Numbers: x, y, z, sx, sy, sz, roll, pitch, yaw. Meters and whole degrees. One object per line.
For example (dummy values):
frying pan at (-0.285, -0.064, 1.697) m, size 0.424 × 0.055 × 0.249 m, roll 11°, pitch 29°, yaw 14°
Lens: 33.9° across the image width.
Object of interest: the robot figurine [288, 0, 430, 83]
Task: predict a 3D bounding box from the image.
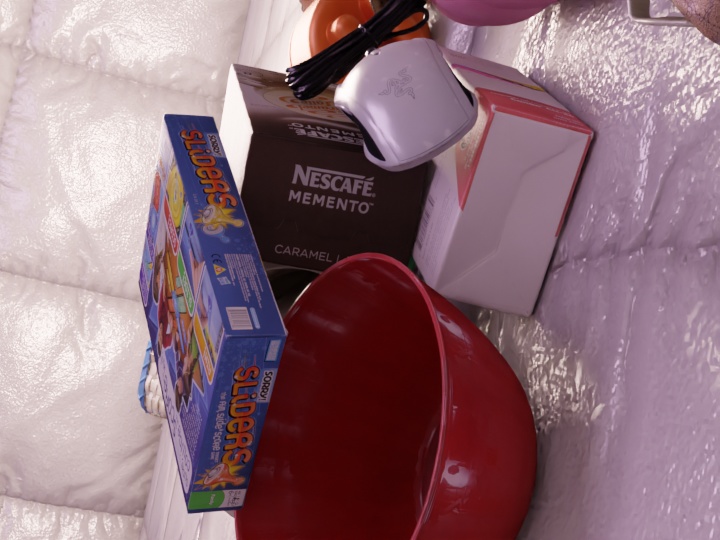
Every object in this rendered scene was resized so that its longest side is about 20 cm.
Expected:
robot figurine at (-0.006, -0.203, 1.085) m, size 0.200 × 0.115 × 0.146 m, roll -169°, pitch 87°, yaw -77°

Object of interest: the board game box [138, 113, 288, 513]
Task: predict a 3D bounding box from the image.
board game box at (-0.094, 0.020, 0.696) m, size 0.201 × 0.034 × 0.136 m, roll -113°, pitch 31°, yaw -45°

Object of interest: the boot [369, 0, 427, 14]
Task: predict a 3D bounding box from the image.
boot at (0.064, -0.289, 0.845) m, size 0.155 × 0.071 × 0.201 m, roll -54°, pitch -15°, yaw -47°

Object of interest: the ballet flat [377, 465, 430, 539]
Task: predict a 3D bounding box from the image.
ballet flat at (0.017, 0.214, 0.721) m, size 0.069 × 0.069 × 0.203 m, roll 148°, pitch 132°, yaw -72°

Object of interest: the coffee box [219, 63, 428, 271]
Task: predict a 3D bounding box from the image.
coffee box at (-0.033, -0.071, 0.791) m, size 0.200 × 0.113 × 0.081 m, roll -115°, pitch 36°, yaw -66°

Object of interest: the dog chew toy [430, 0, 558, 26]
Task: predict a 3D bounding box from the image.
dog chew toy at (0.084, -0.207, 0.717) m, size 0.200 × 0.123 × 0.126 m, roll 142°, pitch 139°, yaw -81°

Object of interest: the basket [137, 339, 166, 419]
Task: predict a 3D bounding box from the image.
basket at (-0.280, 0.152, 1.838) m, size 0.199 × 0.138 × 0.179 m, roll 26°, pitch 105°, yaw 45°

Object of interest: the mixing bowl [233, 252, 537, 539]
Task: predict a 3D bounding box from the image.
mixing bowl at (0.025, 0.102, 0.643) m, size 0.200 × 0.107 × 0.203 m, roll -34°, pitch 47°, yaw 47°

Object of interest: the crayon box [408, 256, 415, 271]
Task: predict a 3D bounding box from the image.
crayon box at (0.000, 0.000, 1.003) m, size 0.119 × 0.057 × 0.202 m, roll -104°, pitch 29°, yaw -63°

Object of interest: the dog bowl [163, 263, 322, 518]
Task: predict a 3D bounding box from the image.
dog bowl at (-0.033, 0.078, 0.815) m, size 0.074 × 0.198 × 0.203 m, roll -18°, pitch -55°, yaw -67°

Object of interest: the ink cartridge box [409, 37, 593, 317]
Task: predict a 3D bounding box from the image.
ink cartridge box at (0.070, -0.069, 0.749) m, size 0.200 × 0.067 × 0.118 m, roll -112°, pitch 36°, yaw -65°

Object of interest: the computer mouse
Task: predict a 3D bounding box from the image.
computer mouse at (0.016, -0.120, 0.704) m, size 0.044 × 0.109 × 0.200 m, roll 59°, pitch 180°, yaw -28°

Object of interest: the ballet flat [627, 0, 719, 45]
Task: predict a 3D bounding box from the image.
ballet flat at (0.127, -0.154, 0.546) m, size 0.201 × 0.067 × 0.068 m, roll -118°, pitch 30°, yaw -56°

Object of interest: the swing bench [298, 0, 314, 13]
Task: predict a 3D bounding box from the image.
swing bench at (-0.023, -0.377, 1.108) m, size 0.199 × 0.128 × 0.203 m, roll 45°, pitch -132°, yaw -60°
